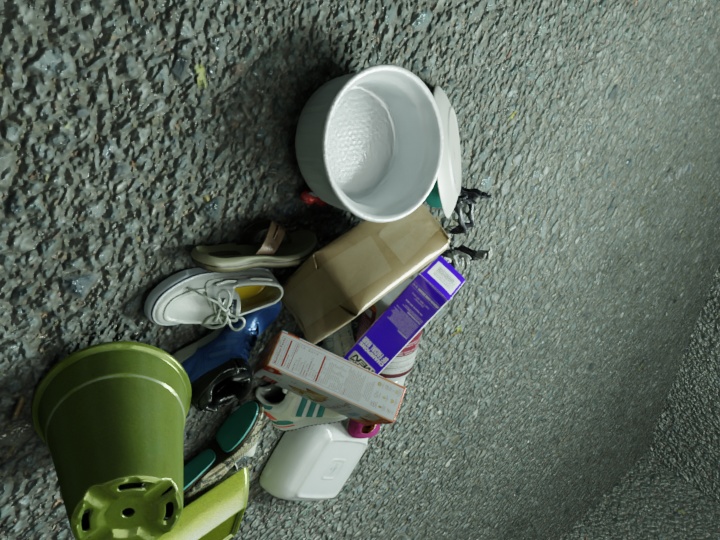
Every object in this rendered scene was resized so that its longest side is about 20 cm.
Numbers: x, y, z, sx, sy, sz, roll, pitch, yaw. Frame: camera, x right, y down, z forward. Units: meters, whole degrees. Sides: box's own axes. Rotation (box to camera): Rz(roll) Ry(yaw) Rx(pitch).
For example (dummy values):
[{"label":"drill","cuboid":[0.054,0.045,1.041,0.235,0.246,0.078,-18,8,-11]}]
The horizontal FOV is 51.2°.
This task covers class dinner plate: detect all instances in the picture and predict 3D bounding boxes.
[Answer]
[{"label":"dinner plate","cuboid":[0.136,-0.182,1.156,0.200,0.024,0.203,-3,90,-75]}]

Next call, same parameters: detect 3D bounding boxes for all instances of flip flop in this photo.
[{"label":"flip flop","cuboid":[-0.138,-0.039,1.021,0.198,0.081,0.058,-8,110,-40]}]

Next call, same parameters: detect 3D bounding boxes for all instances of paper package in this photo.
[{"label":"paper package","cuboid":[0.000,0.000,1.106,0.199,0.104,0.190,-35,178,-31]}]

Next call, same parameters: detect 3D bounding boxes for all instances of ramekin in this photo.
[{"label":"ramekin","cuboid":[0.008,-0.170,1.011,0.198,0.097,0.204,-8,103,-35]}]

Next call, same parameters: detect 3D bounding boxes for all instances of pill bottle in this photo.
[{"label":"pill bottle","cuboid":[0.048,0.120,1.320,0.113,0.114,0.202,-17,130,-41]}]

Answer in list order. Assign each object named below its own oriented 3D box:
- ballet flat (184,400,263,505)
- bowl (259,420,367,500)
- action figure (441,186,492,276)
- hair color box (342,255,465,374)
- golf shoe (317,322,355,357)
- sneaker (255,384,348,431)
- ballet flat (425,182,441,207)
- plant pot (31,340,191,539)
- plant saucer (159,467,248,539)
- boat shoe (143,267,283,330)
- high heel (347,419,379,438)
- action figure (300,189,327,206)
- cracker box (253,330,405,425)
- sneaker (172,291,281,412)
[{"label":"ballet flat","cuboid":[-0.213,0.293,1.190,0.200,0.068,0.075,-46,131,-5]},{"label":"bowl","cuboid":[-0.073,0.349,1.398,0.201,0.074,0.199,-57,144,5]},{"label":"action figure","cuboid":[0.177,-0.042,1.356,0.118,0.101,0.202,-26,135,-51]},{"label":"hair color box","cuboid":[0.066,0.076,1.162,0.201,0.065,0.109,-51,173,26]},{"label":"golf shoe","cuboid":[-0.030,0.113,1.240,0.078,0.097,0.202,-23,132,-35]},{"label":"sneaker","cuboid":[-0.079,0.196,1.203,0.198,0.071,0.094,-19,130,22]},{"label":"ballet flat","cuboid":[0.108,-0.184,1.203,0.069,0.069,0.201,-44,145,-15]},{"label":"plant pot","cuboid":[-0.285,0.222,0.896,0.197,0.190,0.202,-12,125,-17]},{"label":"plant saucer","cuboid":[-0.260,0.423,1.204,0.198,0.048,0.201,-29,156,-33]},{"label":"boat shoe","cuboid":[-0.186,0.045,1.011,0.200,0.086,0.075,-11,126,-45]},{"label":"high heel","cuboid":[0.019,0.264,1.331,0.200,0.095,0.068,44,56,-57]},{"label":"action figure","cuboid":[-0.008,-0.134,1.113,0.198,0.052,0.066,-23,137,-34]},{"label":"cracker box","cuboid":[-0.049,0.161,1.091,0.058,0.198,0.134,-67,-171,-18]},{"label":"sneaker","cuboid":[-0.169,0.120,1.066,0.199,0.111,0.077,-36,145,-26]}]
